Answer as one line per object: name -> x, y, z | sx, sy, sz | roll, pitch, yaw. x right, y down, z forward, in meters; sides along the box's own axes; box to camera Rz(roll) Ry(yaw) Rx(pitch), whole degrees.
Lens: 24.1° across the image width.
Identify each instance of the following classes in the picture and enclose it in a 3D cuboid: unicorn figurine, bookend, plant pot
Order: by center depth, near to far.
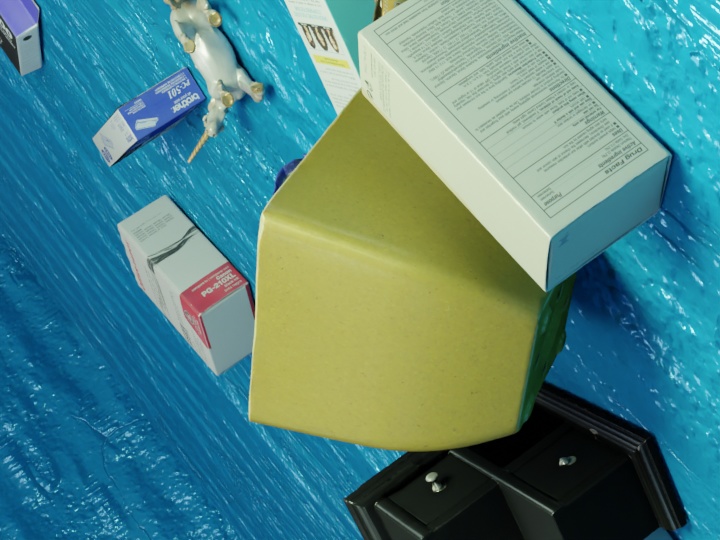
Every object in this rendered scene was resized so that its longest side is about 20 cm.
plant pot -> 0.050, 0.013, 1.229 | 0.198, 0.195, 0.197 | 17, 129, 15
bookend -> 0.123, 0.197, 1.390 | 0.198, 0.199, 0.093 | 26, 146, 61
unicorn figurine -> -0.146, -0.199, 1.668 | 0.137, 0.073, 0.202 | -140, 36, -68

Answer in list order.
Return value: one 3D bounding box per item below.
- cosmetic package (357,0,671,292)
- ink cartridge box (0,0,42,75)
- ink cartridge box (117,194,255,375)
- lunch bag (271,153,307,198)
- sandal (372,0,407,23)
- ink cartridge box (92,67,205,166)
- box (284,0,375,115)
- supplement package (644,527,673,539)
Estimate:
cosmetic package -> 0.096, -0.097, 1.098 | 0.200, 0.103, 0.073 | 51, 163, 24
ink cartridge box -> -0.520, -0.396, 2.387 | 0.199, 0.043, 0.200 | 55, 162, 8
ink cartridge box -> -0.225, 0.018, 2.236 | 0.200, 0.084, 0.145 | 45, 160, 32
lunch bag -> 0.000, 0.000, 1.501 | 0.171, 0.123, 0.200 | 64, 172, -31
sandal -> 0.027, -0.182, 1.219 | 0.201, 0.054, 0.080 | 55, 163, 5
ink cartridge box -> -0.244, -0.173, 1.928 | 0.044, 0.094, 0.200 | 58, 164, -5
box -> -0.010, -0.188, 1.319 | 0.082, 0.049, 0.201 | 25, 144, 61
supplement package -> 0.215, 0.346, 1.416 | 0.201, 0.191, 0.147 | 53, 162, 10
